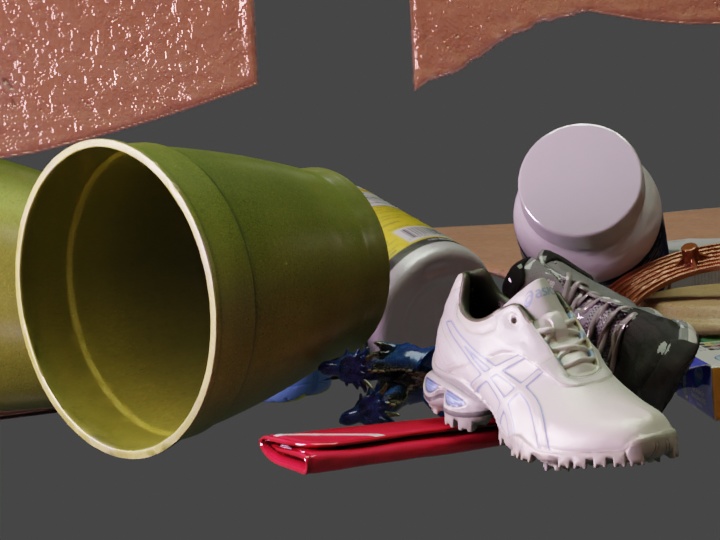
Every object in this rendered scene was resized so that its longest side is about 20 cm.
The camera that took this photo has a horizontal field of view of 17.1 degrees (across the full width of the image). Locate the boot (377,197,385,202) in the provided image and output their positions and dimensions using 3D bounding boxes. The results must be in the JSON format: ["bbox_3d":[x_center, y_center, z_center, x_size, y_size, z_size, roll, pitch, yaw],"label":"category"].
[{"bbox_3d":[0.034,-0.003,1.943,0.200,0.070,0.131,48,22,24],"label":"boot"}]

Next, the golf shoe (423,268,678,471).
[{"bbox_3d":[0.108,0.057,1.402,0.078,0.098,0.199,-8,18,-38],"label":"golf shoe"}]

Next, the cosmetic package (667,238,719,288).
[{"bbox_3d":[0.324,0.010,1.996,0.199,0.075,0.101,3,7,43],"label":"cosmetic package"}]

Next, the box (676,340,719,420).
[{"bbox_3d":[0.292,0.067,1.568,0.198,0.042,0.119,-6,5,-3],"label":"box"}]

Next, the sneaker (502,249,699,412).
[{"bbox_3d":[0.142,0.038,1.522,0.115,0.075,0.200,31,2,-5],"label":"sneaker"}]

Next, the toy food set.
[{"bbox_3d":[0.297,0.041,1.802,0.197,0.049,0.199,0,6,36],"label":"toy food set"}]

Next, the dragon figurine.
[{"bbox_3d":[0.065,0.069,1.582,0.198,0.059,0.099,-5,5,-13],"label":"dragon figurine"}]

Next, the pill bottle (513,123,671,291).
[{"bbox_3d":[0.179,-0.028,1.852,0.115,0.117,0.200,-3,-24,10],"label":"pill bottle"}]

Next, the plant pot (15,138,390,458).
[{"bbox_3d":[-0.089,0.005,1.561,0.192,0.202,0.200,-11,9,-44],"label":"plant pot"}]

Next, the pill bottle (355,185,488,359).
[{"bbox_3d":[0.000,0.000,1.807,0.111,0.112,0.200,-7,25,-35],"label":"pill bottle"}]

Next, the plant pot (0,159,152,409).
[{"bbox_3d":[-0.231,0.015,1.702,0.191,0.202,0.200,7,6,6],"label":"plant pot"}]

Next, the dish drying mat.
[{"bbox_3d":[0.042,0.100,1.472,0.199,0.018,0.077,-6,5,-25],"label":"dish drying mat"}]

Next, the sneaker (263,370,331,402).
[{"bbox_3d":[-0.091,0.050,1.768,0.070,0.083,0.199,-7,6,-38],"label":"sneaker"}]

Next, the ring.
[{"bbox_3d":[0.252,0.026,1.714,0.199,0.019,0.201,-13,27,6],"label":"ring"}]
